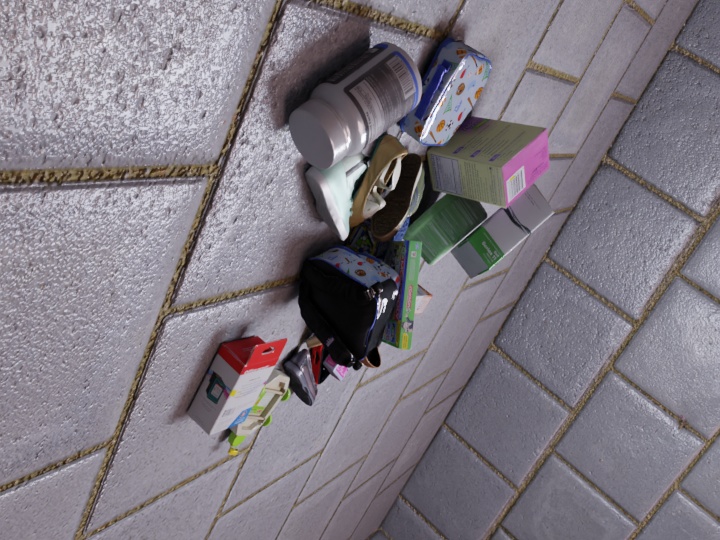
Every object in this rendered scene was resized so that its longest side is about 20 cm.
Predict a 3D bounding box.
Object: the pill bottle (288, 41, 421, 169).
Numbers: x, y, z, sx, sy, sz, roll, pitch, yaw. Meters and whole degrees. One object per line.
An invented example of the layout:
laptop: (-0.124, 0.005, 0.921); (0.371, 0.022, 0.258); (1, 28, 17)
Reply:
pill bottle: (-0.008, -0.245, 1.093); (0.199, 0.113, 0.115); (-41, 156, -28)

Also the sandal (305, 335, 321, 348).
sandal: (-0.023, 0.151, 1.567); (0.208, 0.071, 0.077); (-21, 178, 30)

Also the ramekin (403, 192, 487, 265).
ramekin: (0.198, -0.104, 1.677); (0.199, 0.098, 0.200); (-40, 176, -3)

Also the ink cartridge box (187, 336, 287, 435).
ink cartridge box: (-0.227, 0.196, 1.359); (0.203, 0.067, 0.115); (-60, 159, 16)

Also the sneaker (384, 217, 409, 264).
sneaker: (0.050, -0.075, 1.552); (0.070, 0.076, 0.206); (20, 84, -65)

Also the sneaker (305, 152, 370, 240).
sneaker: (-0.021, -0.138, 1.272); (0.118, 0.074, 0.202); (-41, 154, -13)

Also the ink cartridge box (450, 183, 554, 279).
ink cartridge box: (0.306, -0.083, 1.585); (0.199, 0.084, 0.147); (-40, 177, -11)

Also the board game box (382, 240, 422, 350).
board game box: (0.077, 0.045, 1.440); (0.134, 0.028, 0.207); (-176, -88, -76)

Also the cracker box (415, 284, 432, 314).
cracker box: (0.071, 0.041, 1.667); (0.059, 0.133, 0.199); (-57, 159, 14)

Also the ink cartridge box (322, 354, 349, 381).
ink cartridge box: (-0.011, 0.162, 1.749); (0.203, 0.041, 0.120); (-57, 163, -12)

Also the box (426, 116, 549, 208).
box: (0.273, -0.236, 1.560); (0.175, 0.197, 0.099); (-39, 132, -32)

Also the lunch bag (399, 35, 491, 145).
lunch bag: (0.159, -0.334, 1.370); (0.159, 0.075, 0.203); (-11, 134, -57)

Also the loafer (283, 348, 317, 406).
loafer: (-0.123, 0.245, 1.659); (0.063, 0.071, 0.202); (-49, 156, -21)

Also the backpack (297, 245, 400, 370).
backpack: (-0.025, 0.047, 1.398); (0.153, 0.188, 0.204); (-33, 148, -52)

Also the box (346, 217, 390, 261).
box: (0.000, 0.000, 1.508); (0.064, 0.069, 0.205); (-18, 131, -53)

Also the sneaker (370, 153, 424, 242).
sneaker: (0.084, -0.127, 1.463); (0.204, 0.065, 0.090); (-66, 155, -23)

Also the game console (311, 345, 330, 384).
game console: (-0.057, 0.168, 1.744); (0.177, 0.031, 0.203); (-47, 159, -35)

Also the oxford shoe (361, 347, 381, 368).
oxford shoe: (0.000, 0.136, 1.648); (0.071, 0.071, 0.203); (-38, 120, -19)

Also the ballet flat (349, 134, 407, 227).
ballet flat: (0.029, -0.155, 1.377); (0.068, 0.062, 0.203); (-24, 144, -55)

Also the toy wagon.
toy wagon: (-0.228, 0.302, 1.561); (0.202, 0.039, 0.155); (-53, 159, -1)
